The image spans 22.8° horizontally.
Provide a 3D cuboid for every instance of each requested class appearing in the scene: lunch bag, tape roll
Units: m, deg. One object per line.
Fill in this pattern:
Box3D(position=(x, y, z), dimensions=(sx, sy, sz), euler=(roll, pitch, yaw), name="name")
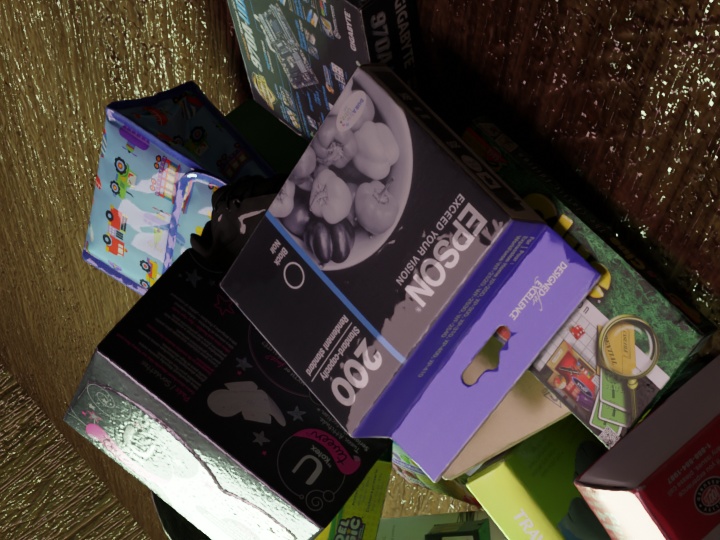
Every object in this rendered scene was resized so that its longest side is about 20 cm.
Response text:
Box3D(position=(-0.116, -0.029, 1.404), dimensions=(0.200, 0.094, 0.151), euler=(38, 131, 30), name="lunch bag")
Box3D(position=(-0.052, -0.047, 1.475), dimensions=(0.200, 0.048, 0.200), euler=(44, 159, 21), name="tape roll")

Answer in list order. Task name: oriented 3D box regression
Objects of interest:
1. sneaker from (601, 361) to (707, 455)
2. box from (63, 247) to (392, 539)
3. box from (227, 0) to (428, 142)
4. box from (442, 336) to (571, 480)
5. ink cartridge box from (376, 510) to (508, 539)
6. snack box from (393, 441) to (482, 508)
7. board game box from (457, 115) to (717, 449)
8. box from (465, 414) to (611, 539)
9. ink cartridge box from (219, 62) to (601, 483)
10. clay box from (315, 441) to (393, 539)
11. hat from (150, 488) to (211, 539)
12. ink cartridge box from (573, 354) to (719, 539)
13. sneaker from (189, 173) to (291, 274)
Box3D(position=(0.186, 0.118, 1.171), dimensions=(0.073, 0.082, 0.200), euler=(47, 162, 10), name="sneaker")
Box3D(position=(-0.094, 0.108, 1.272), dimensions=(0.200, 0.115, 0.132), euler=(39, 145, 3), name="box")
Box3D(position=(-0.025, -0.155, 1.216), dimensions=(0.159, 0.046, 0.200), euler=(38, 157, 32), name="box")
Box3D(position=(0.081, 0.035, 1.188), dimensions=(0.200, 0.021, 0.164), euler=(-36, 83, 44), name="box")
Box3D(position=(0.090, 0.265, 1.465), dimensions=(0.146, 0.200, 0.084), euler=(64, -156, -51), name="ink cartridge box")
Box3D(position=(0.051, 0.102, 1.399), dimensions=(0.169, 0.068, 0.200), euler=(11, 146, 52), name="snack box")
Box3D(position=(0.117, 0.007, 1.109), dimensions=(0.200, 0.023, 0.105), euler=(44, 120, 20), name="board game box")
Box3D(position=(0.173, 0.191, 1.266), dimensions=(0.048, 0.122, 0.200), euler=(-35, 94, 40), name="box")
Box3D(position=(0.024, 0.006, 1.136), dimensions=(0.200, 0.043, 0.198), euler=(46, 121, 19), name="ink cartridge box")
Box3D(position=(-0.033, 0.212, 1.404), dimensions=(0.048, 0.200, 0.115), euler=(14, 174, -26), name="clay box")
Box3D(position=(-0.094, 0.134, 1.402), dimensions=(0.081, 0.201, 0.201), euler=(-10, 127, 20), name="hat")
Box3D(position=(0.240, 0.156, 1.013), dimensions=(0.200, 0.148, 0.086), euler=(56, 161, -10), name="ink cartridge box")
Box3D(position=(-0.059, -0.035, 1.259), dimensions=(0.091, 0.076, 0.200), euler=(52, 133, 1), name="sneaker")
